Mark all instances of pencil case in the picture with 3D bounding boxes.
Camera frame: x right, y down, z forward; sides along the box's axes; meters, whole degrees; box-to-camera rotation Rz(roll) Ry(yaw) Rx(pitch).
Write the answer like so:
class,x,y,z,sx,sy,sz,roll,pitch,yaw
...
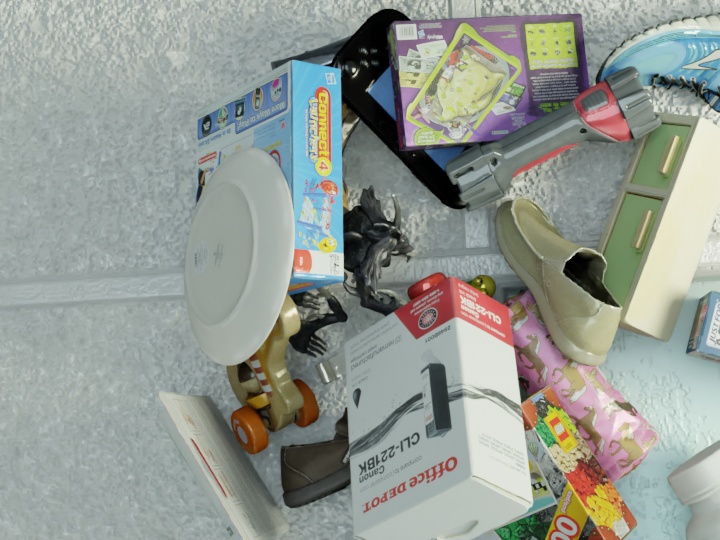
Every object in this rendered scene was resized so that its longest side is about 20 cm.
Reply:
class,x,y,z,sx,sy,sz,roll,pitch,yaw
pencil case,0.195,0.113,1.269,0.083,0.086,0.200,-45,80,23

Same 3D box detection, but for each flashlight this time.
class,x,y,z,sx,sy,sz,roll,pitch,yaw
flashlight,0.181,-0.119,1.261,0.198,0.068,0.068,-28,98,10

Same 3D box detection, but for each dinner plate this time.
class,x,y,z,sx,sy,sz,roll,pitch,yaw
dinner plate,-0.122,-0.015,1.234,0.024,0.199,0.203,9,85,-33

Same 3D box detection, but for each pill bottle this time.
class,x,y,z,sx,sy,sz,roll,pitch,yaw
pill bottle,0.367,0.255,1.220,0.110,0.111,0.201,-32,82,4

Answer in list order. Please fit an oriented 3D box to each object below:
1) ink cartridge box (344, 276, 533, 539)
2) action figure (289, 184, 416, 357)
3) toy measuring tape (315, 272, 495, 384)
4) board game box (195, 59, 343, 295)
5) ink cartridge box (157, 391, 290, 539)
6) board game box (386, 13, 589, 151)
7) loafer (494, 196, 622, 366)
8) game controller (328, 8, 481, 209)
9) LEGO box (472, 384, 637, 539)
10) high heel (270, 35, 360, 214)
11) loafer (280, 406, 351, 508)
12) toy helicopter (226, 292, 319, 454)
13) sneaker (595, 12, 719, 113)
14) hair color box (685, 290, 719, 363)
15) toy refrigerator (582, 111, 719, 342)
class,x,y,z,sx,sy,sz,roll,pitch,yaw
ink cartridge box,0.064,0.132,1.177,0.144,0.083,0.202,-33,45,34
action figure,0.000,0.000,1.268,0.200,0.101,0.120,-37,49,44
toy measuring tape,0.042,0.056,1.306,0.198,0.074,0.074,-27,82,5
board game box,-0.091,-0.076,1.274,0.055,0.199,0.199,4,80,-33
ink cartridge box,-0.140,0.193,1.255,0.050,0.200,0.162,-33,81,4
board game box,0.127,-0.183,1.294,0.197,0.032,0.122,-5,83,-16
loafer,0.191,-0.002,1.253,0.068,0.075,0.201,-50,47,29
game controller,0.062,-0.157,1.304,0.200,0.042,0.104,44,87,-12
LEGO box,0.129,0.225,1.235,0.199,0.077,0.150,-39,80,31
high heel,0.003,-0.136,1.333,0.141,0.071,0.203,-17,86,-3
loafer,0.005,0.163,1.300,0.198,0.073,0.072,-25,82,5
toy helicopter,-0.094,0.074,1.273,0.078,0.201,0.133,-25,66,-27
sneaker,0.325,-0.194,1.282,0.197,0.078,0.091,-12,87,8
hair color box,0.408,0.074,1.234,0.197,0.100,0.061,15,87,9
toy refrigerator,0.279,-0.044,1.263,0.069,0.076,0.202,22,89,-30
